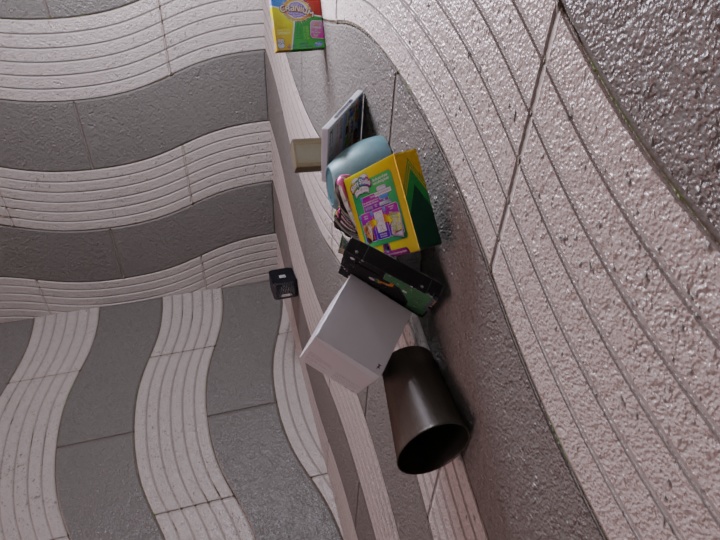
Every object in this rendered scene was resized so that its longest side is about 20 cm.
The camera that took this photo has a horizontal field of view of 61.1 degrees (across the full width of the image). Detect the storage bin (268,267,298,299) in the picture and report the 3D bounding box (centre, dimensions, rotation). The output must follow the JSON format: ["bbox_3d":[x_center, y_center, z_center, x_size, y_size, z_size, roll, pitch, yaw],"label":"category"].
[{"bbox_3d":[-0.422,0.069,3.328,0.200,0.133,0.095,-126,30,-63],"label":"storage bin"}]

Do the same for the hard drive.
[{"bbox_3d":[0.055,0.016,1.183,0.038,0.198,0.140,-61,-4,-19],"label":"hard drive"}]

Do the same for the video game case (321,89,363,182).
[{"bbox_3d":[-0.043,-0.325,1.469,0.145,0.018,0.201,94,-159,-44],"label":"video game case"}]

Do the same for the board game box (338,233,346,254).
[{"bbox_3d":[-0.032,-0.137,1.702,0.201,0.023,0.106,107,180,-64],"label":"board game box"}]

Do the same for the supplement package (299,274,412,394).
[{"bbox_3d":[-0.014,0.138,1.265,0.152,0.150,0.200,-60,2,-25],"label":"supplement package"}]

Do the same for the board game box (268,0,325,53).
[{"bbox_3d":[-0.190,-0.754,1.798,0.040,0.150,0.204,-153,55,-72],"label":"board game box"}]

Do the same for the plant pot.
[{"bbox_3d":[-0.007,-0.202,1.409,0.200,0.132,0.204,171,90,-77],"label":"plant pot"}]

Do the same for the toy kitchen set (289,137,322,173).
[{"bbox_3d":[-0.121,-0.330,1.708,0.200,0.177,0.166,135,126,-69],"label":"toy kitchen set"}]

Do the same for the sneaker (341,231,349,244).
[{"bbox_3d":[0.002,-0.060,1.477,0.148,0.080,0.199,57,161,-10],"label":"sneaker"}]

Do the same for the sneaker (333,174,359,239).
[{"bbox_3d":[-0.027,-0.127,1.307,0.201,0.086,0.075,58,-135,-51],"label":"sneaker"}]

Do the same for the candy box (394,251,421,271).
[{"bbox_3d":[0.078,-0.072,1.284,0.137,0.060,0.204,-128,32,-60],"label":"candy box"}]

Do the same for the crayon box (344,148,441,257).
[{"bbox_3d":[0.056,-0.115,1.150,0.199,0.057,0.176,-11,94,61],"label":"crayon box"}]

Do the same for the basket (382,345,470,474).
[{"bbox_3d":[0.116,0.262,1.197,0.202,0.133,0.182,-105,28,-42],"label":"basket"}]
